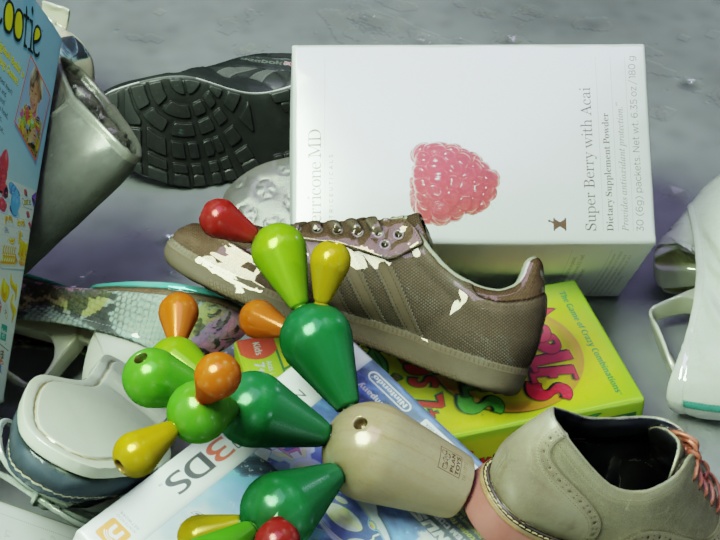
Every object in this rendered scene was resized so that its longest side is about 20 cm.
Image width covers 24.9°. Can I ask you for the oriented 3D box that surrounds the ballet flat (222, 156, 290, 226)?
[{"bbox_3d":[0.012,-0.045,1.028,0.200,0.046,0.067,-11,75,-6],"label":"ballet flat"}]

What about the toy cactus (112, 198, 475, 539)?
[{"bbox_3d":[-0.023,0.061,0.724,0.165,0.102,0.200,23,39,-16],"label":"toy cactus"}]

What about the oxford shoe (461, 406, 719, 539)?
[{"bbox_3d":[0.148,0.112,0.769,0.200,0.075,0.071,14,36,-32],"label":"oxford shoe"}]

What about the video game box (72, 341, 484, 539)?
[{"bbox_3d":[-0.003,0.145,0.745,0.200,0.047,0.182,42,52,13],"label":"video game box"}]

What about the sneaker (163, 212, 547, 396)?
[{"bbox_3d":[0.000,0.000,0.849,0.200,0.076,0.070,20,-1,3],"label":"sneaker"}]

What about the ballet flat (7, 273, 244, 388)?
[{"bbox_3d":[-0.160,0.038,0.912,0.200,0.069,0.071,8,65,19],"label":"ballet flat"}]

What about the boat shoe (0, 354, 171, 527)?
[{"bbox_3d":[-0.136,0.085,0.781,0.075,0.062,0.200,38,4,-5],"label":"boat shoe"}]

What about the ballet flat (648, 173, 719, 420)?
[{"bbox_3d":[0.201,0.010,0.953,0.069,0.070,0.200,5,41,5],"label":"ballet flat"}]

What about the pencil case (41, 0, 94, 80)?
[{"bbox_3d":[-0.251,-0.091,1.038,0.078,0.090,0.200,18,44,18],"label":"pencil case"}]

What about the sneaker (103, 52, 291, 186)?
[{"bbox_3d":[-0.080,-0.108,1.090,0.200,0.076,0.088,-4,26,-11],"label":"sneaker"}]

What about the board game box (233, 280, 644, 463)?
[{"bbox_3d":[0.040,0.070,0.884,0.200,0.048,0.102,-10,41,-13],"label":"board game box"}]

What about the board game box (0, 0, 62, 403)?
[{"bbox_3d":[-0.223,-0.047,0.790,0.103,0.105,0.200,3,71,9],"label":"board game box"}]

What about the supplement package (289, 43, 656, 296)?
[{"bbox_3d":[0.060,-0.055,0.944,0.200,0.120,0.121,-1,75,-1],"label":"supplement package"}]

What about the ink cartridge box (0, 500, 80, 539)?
[{"bbox_3d":[-0.140,0.193,0.721,0.200,0.076,0.148,23,38,-13],"label":"ink cartridge box"}]

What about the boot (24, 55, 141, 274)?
[{"bbox_3d":[-0.193,0.001,0.865,0.200,0.073,0.182,-35,56,4],"label":"boot"}]
